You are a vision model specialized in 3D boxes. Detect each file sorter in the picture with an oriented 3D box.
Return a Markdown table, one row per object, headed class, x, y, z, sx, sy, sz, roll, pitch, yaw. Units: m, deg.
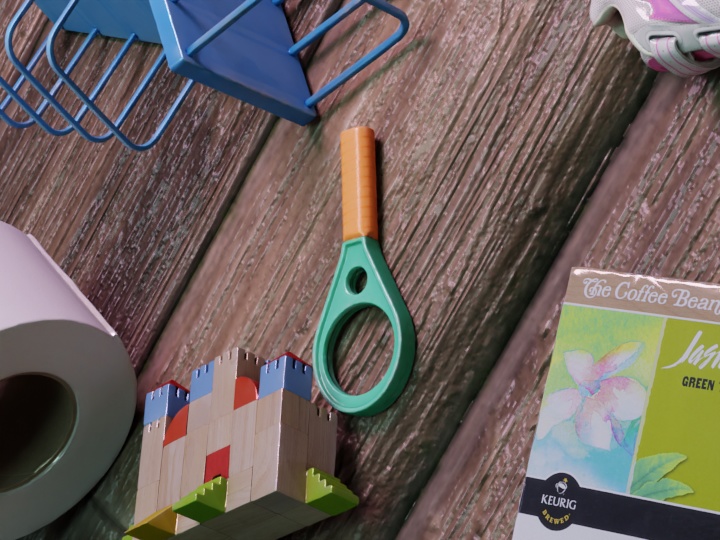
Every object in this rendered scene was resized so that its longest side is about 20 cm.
| class | x | y | z | sx | sy | sz | roll | pitch | yaw |
| --- | --- | --- | --- | --- | --- | --- | --- | --- | --- |
| file sorter | -0.068 | -0.230 | 1.767 | 0.123 | 0.139 | 0.200 | -35 | 57 | 28 |
| file sorter | -0.226 | -0.177 | 1.877 | 0.200 | 0.139 | 0.123 | 13 | 63 | 44 |

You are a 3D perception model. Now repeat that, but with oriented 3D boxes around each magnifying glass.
| class | x | y | z | sx | sy | sz | roll | pitch | yaw |
| --- | --- | --- | --- | --- | --- | --- | --- | --- | --- |
| magnifying glass | 0.000 | 0.000 | 1.723 | 0.080 | 0.022 | 0.200 | -16 | 66 | 39 |

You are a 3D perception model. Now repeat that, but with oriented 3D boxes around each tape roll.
| class | x | y | z | sx | sy | sz | roll | pitch | yaw |
| --- | --- | --- | --- | --- | --- | --- | --- | --- | --- |
| tape roll | -0.280 | 0.080 | 1.830 | 0.139 | 0.203 | 0.203 | 44 | 108 | 41 |

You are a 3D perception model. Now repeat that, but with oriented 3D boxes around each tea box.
| class | x | y | z | sx | sy | sz | roll | pitch | yaw |
| --- | --- | --- | --- | --- | --- | --- | --- | --- | --- |
| tea box | 0.210 | 0.113 | 1.418 | 0.200 | 0.134 | 0.197 | 6 | 81 | 43 |

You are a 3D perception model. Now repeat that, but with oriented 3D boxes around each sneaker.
| class | x | y | z | sx | sy | sz | roll | pitch | yaw |
| --- | --- | --- | --- | --- | --- | --- | --- | --- | --- |
| sneaker | 0.214 | -0.153 | 1.541 | 0.200 | 0.081 | 0.088 | 34 | 102 | 51 |

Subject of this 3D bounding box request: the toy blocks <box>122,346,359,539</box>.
| class | x | y | z | sx | sy | sz | roll | pitch | yaw |
| --- | --- | --- | --- | --- | --- | --- | --- | --- | --- |
| toy blocks | -0.084 | 0.118 | 1.724 | 0.200 | 0.100 | 0.137 | -27 | 48 | 40 |
